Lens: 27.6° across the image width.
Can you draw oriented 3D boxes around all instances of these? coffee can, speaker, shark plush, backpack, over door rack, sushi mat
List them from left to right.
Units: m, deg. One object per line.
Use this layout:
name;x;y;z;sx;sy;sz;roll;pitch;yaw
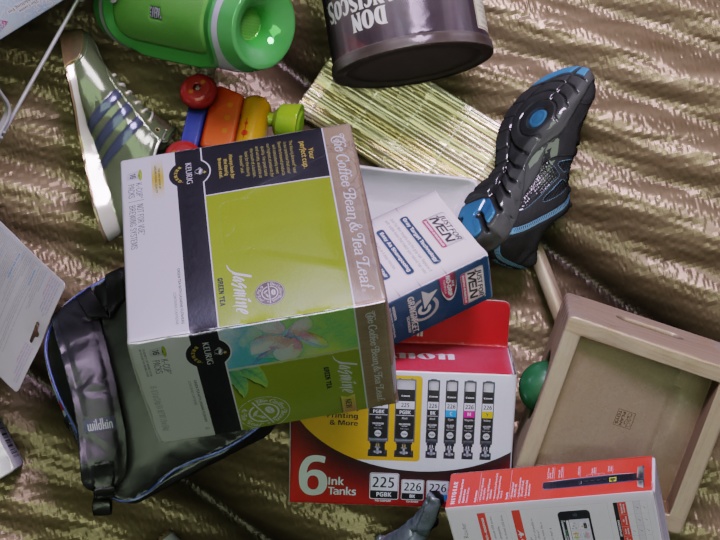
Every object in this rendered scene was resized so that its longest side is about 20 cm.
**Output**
over door rack;-0.328;-0.219;1.328;0.200;0.067;0.148;-51;49;0
backpack;-0.183;0.093;1.310;0.200;0.154;0.191;-28;84;-7
speaker;-0.151;-0.228;1.303;0.200;0.088;0.089;18;88;42
coffee can;0.031;-0.279;1.315;0.146;0.146;0.200;-9;84;0
shark plush;0.032;0.284;1.311;0.091;0.083;0.200;40;113;-3
sushi mat;0.045;-0.136;1.384;0.200;0.012;0.096;32;88;2

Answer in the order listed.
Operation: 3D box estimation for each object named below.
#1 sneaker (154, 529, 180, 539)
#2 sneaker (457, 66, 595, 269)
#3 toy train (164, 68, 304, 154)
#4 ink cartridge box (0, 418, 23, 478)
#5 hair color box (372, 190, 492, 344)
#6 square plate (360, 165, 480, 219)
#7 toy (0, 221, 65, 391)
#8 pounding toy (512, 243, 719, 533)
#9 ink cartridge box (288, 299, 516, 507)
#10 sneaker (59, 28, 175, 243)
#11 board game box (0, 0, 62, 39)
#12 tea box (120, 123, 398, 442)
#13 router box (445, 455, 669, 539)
sneaker;-0.212;0.347;1.344;0.200;0.071;0.112;-44;85;-3
sneaker;0.164;-0.096;1.353;0.082;0.073;0.200;36;81;-33
toy train;-0.102;-0.144;1.339;0.115;0.085;0.200;6;65;8
ink cartridge box;-0.439;0.160;1.364;0.200;0.057;0.163;-29;89;-5
hair color box;0.005;0.017;1.279;0.200;0.061;0.100;-25;49;-12
square plate;0.000;0.000;1.368;0.200;0.028;0.199;8;93;1
toy;-0.336;0.005;1.335;0.200;0.047;0.115;37;112;27
pounding toy;0.220;0.101;1.329;0.200;0.142;0.184;19;102;3
ink cartridge box;0.037;0.117;1.319;0.200;0.084;0.176;1;106;1
sneaker;-0.218;-0.131;1.365;0.090;0.067;0.201;-12;88;-7
board game box;-0.301;-0.301;1.312;0.199;0.043;0.200;-30;46;3
tea box;-0.082;0.008;1.169;0.196;0.134;0.200;-9;48;-1
router box;0.183;0.262;1.285;0.179;0.049;0.200;-7;120;15
